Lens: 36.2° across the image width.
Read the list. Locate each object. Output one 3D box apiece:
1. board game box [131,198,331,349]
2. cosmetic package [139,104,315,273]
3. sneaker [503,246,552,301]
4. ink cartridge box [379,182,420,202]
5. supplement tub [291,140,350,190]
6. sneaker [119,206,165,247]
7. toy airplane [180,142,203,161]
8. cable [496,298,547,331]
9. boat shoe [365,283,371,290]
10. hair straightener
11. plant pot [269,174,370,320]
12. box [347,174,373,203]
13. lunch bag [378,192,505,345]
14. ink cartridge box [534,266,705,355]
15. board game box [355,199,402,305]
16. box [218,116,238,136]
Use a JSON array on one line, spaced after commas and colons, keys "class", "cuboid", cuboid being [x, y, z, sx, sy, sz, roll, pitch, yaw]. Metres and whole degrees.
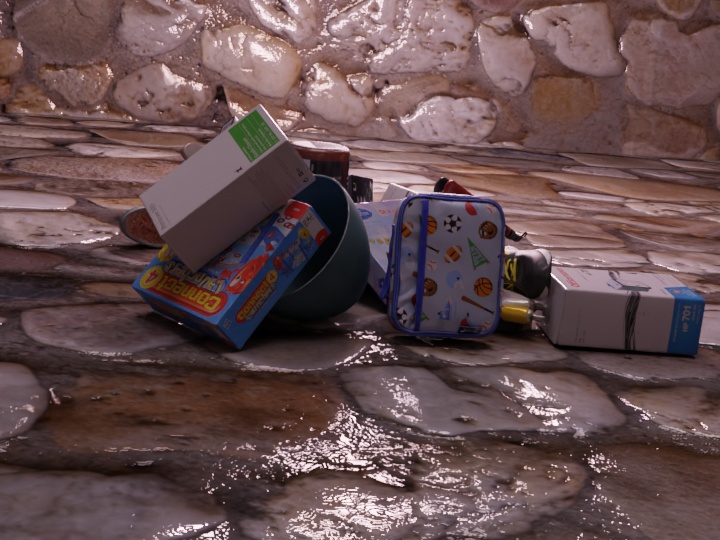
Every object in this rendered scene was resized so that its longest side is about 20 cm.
[{"class": "board game box", "cuboid": [-0.171, -0.014, 1.435, 0.200, 0.196, 0.056, 18, -26, 44]}, {"class": "cosmetic package", "cuboid": [-0.171, -0.105, 1.413, 0.200, 0.085, 0.108, -37, 44, -2]}, {"class": "sneaker", "cuboid": [0.211, 0.002, 1.597, 0.084, 0.075, 0.200, 3, 2, -17]}, {"class": "ink cartridge box", "cuboid": [0.129, -0.071, 1.888, 0.145, 0.084, 0.200, 26, 3, -29]}, {"class": "supplement tub", "cuboid": [-0.076, -0.107, 1.803, 0.106, 0.201, 0.107, 5, 12, -1]}, {"class": "sneaker", "cuboid": [-0.335, -0.080, 1.890, 0.199, 0.072, 0.080, -1, 9, -44]}, {"class": "toy airplane", "cuboid": [-0.183, -0.089, 1.691, 0.199, 0.200, 0.141, 4, 1, -16]}, {"class": "cable", "cuboid": [0.161, 0.052, 1.556, 0.199, 0.051, 0.097, 8, 11, 3]}, {"class": "boat shoe", "cuboid": [0.000, 0.000, 1.676, 0.199, 0.071, 0.070, -14, 15, -32]}, {"class": "hair straightener", "cuboid": [0.205, -0.103, 1.893, 0.199, 0.041, 0.077, 27, 4, -26]}, {"class": "plant pot", "cuboid": [-0.063, -0.011, 1.505, 0.200, 0.201, 0.135, 19, -18, 45]}, {"class": "box", "cuboid": [-0.053, -0.117, 1.968, 0.122, 0.107, 0.200, 1, 3, 11]}, {"class": "lunch bag", "cuboid": [0.108, -0.001, 1.465, 0.159, 0.201, 0.076, 4, 0, -8]}, {"class": "ink cartridge box", "cuboid": [0.362, 0.055, 1.554, 0.199, 0.086, 0.146, 5, 13, -6]}, {"class": "board game box", "cuboid": [0.074, -0.025, 1.664, 0.199, 0.041, 0.200, -7, 50, -43]}, {"class": "box", "cuboid": [-0.135, -0.119, 1.618, 0.200, 0.036, 0.143, 43, 30, -23]}]
